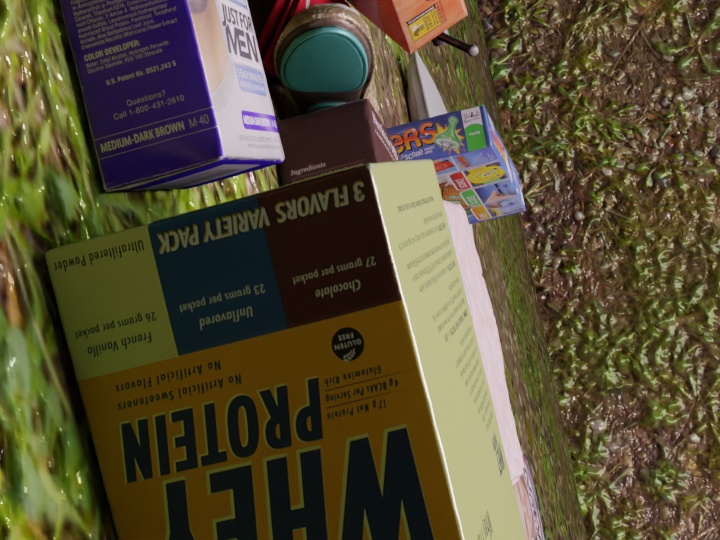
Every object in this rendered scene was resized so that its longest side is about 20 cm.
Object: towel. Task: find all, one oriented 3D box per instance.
[{"bbox_3d":[0.071,0.051,0.954,0.191,0.032,0.203,4,74,-80],"label":"towel"}]

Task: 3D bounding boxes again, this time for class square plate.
[{"bbox_3d":[0.093,-0.127,1.679,0.198,0.028,0.202,51,28,-67],"label":"square plate"}]

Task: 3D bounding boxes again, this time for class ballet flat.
[{"bbox_3d":[-0.021,-0.141,0.968,0.200,0.070,0.066,90,3,-69],"label":"ballet flat"}]

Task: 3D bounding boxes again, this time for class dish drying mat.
[{"bbox_3d":[-0.030,-0.164,1.036,0.078,0.018,0.200,-67,167,2],"label":"dish drying mat"}]

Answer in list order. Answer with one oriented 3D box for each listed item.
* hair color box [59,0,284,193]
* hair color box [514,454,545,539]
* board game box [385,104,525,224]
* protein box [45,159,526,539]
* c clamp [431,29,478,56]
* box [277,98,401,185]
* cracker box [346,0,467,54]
[{"bbox_3d":[-0.097,-0.141,0.663,0.109,0.064,0.202,-20,95,-78],"label":"hair color box"},{"bbox_3d":[0.133,0.233,1.375,0.200,0.060,0.101,24,53,-75],"label":"hair color box"},{"bbox_3d":[0.053,-0.071,1.142,0.200,0.134,0.035,42,37,-72],"label":"board game box"},{"bbox_3d":[-0.019,0.066,0.624,0.198,0.133,0.202,-28,104,-79],"label":"protein box"},{"bbox_3d":[0.022,-0.264,1.092,0.202,0.027,0.171,65,-14,-19],"label":"c clamp"},{"bbox_3d":[0.000,0.000,0.958,0.100,0.074,0.202,51,26,-66],"label":"box"},{"bbox_3d":[-0.012,-0.260,1.021,0.200,0.057,0.135,48,-12,44],"label":"cracker box"}]
